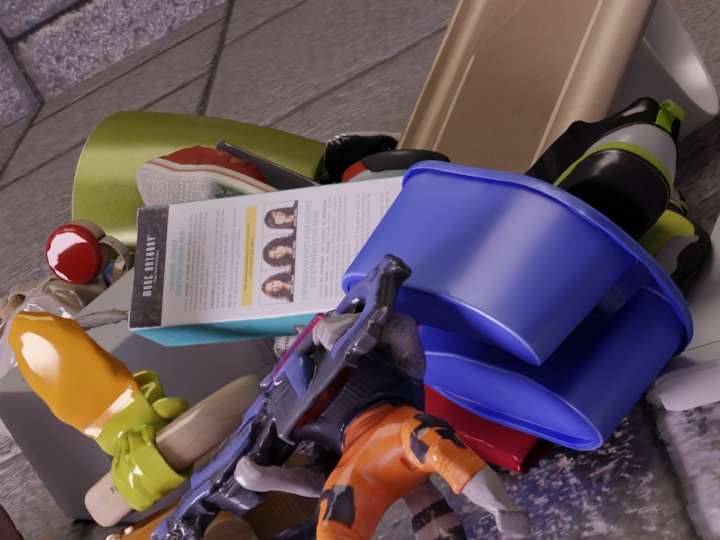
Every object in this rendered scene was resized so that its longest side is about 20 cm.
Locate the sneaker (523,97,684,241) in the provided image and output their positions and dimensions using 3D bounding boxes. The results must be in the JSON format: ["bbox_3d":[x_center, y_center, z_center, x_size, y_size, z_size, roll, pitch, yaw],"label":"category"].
[{"bbox_3d":[0.127,-0.040,1.046,0.200,0.071,0.083,-31,27,57],"label":"sneaker"}]

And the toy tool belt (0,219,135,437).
[{"bbox_3d":[-0.223,0.039,1.430,0.124,0.202,0.123,21,23,10],"label":"toy tool belt"}]

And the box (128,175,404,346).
[{"bbox_3d":[-0.045,-0.004,1.114,0.198,0.049,0.083,-5,71,24],"label":"box"}]

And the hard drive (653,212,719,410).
[{"bbox_3d":[0.245,-0.001,0.999,0.131,0.027,0.200,-20,20,32],"label":"hard drive"}]

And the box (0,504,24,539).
[{"bbox_3d":[-0.323,0.198,1.145,0.199,0.167,0.164,-36,19,-18],"label":"box"}]

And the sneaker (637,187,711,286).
[{"bbox_3d":[0.160,-0.027,1.101,0.075,0.076,0.200,-46,11,11],"label":"sneaker"}]

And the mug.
[{"bbox_3d":[0.150,-0.109,1.289,0.175,0.147,0.201,-33,40,24],"label":"mug"}]

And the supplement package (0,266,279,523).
[{"bbox_3d":[-0.141,0.072,1.277,0.116,0.118,0.200,-5,30,49],"label":"supplement package"}]

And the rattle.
[{"bbox_3d":[-0.111,0.064,1.142,0.200,0.143,0.131,-35,-21,-39],"label":"rattle"}]

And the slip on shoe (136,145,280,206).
[{"bbox_3d":[-0.086,-0.050,1.238,0.061,0.075,0.199,-30,26,-24],"label":"slip on shoe"}]

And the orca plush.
[{"bbox_3d":[0.028,-0.051,1.369,0.104,0.072,0.200,-14,-13,6],"label":"orca plush"}]

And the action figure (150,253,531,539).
[{"bbox_3d":[-0.008,0.105,0.903,0.200,0.104,0.194,-45,38,21],"label":"action figure"}]

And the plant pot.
[{"bbox_3d":[-0.105,-0.047,1.497,0.198,0.189,0.187,-3,28,26],"label":"plant pot"}]

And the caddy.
[{"bbox_3d":[0.085,0.009,0.962,0.105,0.142,0.199,-51,33,-17],"label":"caddy"}]

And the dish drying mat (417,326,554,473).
[{"bbox_3d":[0.046,0.063,1.068,0.199,0.018,0.077,19,59,45],"label":"dish drying mat"}]

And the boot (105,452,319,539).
[{"bbox_3d":[-0.107,0.182,1.021,0.143,0.071,0.201,-29,11,24],"label":"boot"}]

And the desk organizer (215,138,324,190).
[{"bbox_3d":[-0.029,-0.021,1.333,0.199,0.077,0.072,25,86,31],"label":"desk organizer"}]

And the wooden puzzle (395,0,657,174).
[{"bbox_3d":[0.111,-0.128,1.187,0.199,0.037,0.186,8,73,59],"label":"wooden puzzle"}]

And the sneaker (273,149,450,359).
[{"bbox_3d":[0.001,0.000,1.189,0.067,0.109,0.201,9,-23,-29],"label":"sneaker"}]
